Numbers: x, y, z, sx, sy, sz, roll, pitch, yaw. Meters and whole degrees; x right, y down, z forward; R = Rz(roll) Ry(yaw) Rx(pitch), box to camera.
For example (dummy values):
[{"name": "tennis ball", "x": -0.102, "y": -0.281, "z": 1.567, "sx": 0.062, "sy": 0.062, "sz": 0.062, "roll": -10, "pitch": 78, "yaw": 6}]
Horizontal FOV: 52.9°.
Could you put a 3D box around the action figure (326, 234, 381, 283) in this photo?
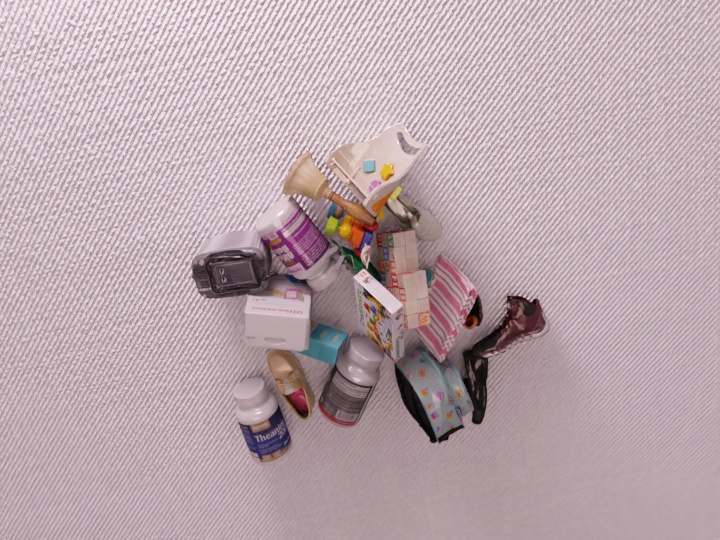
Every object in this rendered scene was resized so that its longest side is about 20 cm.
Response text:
[{"name": "action figure", "x": 0.000, "y": 0.000, "z": 1.619, "sx": 0.055, "sy": 0.119, "sz": 0.199, "roll": -42, "pitch": 143, "yaw": 12}]

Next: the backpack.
[{"name": "backpack", "x": 0.169, "y": 0.282, "z": 1.732, "sx": 0.152, "sy": 0.176, "sz": 0.202, "roll": -35, "pitch": 114, "yaw": -3}]

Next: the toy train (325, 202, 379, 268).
[{"name": "toy train", "x": -0.025, "y": -0.080, "z": 1.541, "sx": 0.113, "sy": 0.201, "sz": 0.086, "roll": 18, "pitch": 122, "yaw": -3}]

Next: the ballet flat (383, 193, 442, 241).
[{"name": "ballet flat", "x": 0.104, "y": -0.121, "z": 1.596, "sx": 0.199, "sy": 0.070, "sz": 0.069, "roll": 40, "pitch": 109, "yaw": -18}]

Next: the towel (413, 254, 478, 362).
[{"name": "towel", "x": 0.183, "y": 0.086, "z": 1.656, "sx": 0.029, "sy": 0.147, "sz": 0.203, "roll": 5, "pitch": 120, "yaw": -35}]

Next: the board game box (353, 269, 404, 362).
[{"name": "board game box", "x": 0.043, "y": 0.101, "z": 1.575, "sx": 0.034, "sy": 0.126, "sz": 0.202, "roll": -35, "pitch": 148, "yaw": -20}]

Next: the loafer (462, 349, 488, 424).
[{"name": "loafer", "x": 0.280, "y": 0.288, "z": 1.797, "sx": 0.069, "sy": 0.068, "sz": 0.205, "roll": 0, "pitch": 111, "yaw": 8}]

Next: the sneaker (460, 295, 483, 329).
[{"name": "sneaker", "x": 0.216, "y": 0.120, "z": 1.679, "sx": 0.076, "sy": 0.112, "sz": 0.203, "roll": 4, "pitch": 119, "yaw": -27}]

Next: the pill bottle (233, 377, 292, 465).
[{"name": "pill bottle", "x": -0.246, "y": 0.373, "z": 1.799, "sx": 0.109, "sy": 0.112, "sz": 0.203, "roll": -13, "pitch": 115, "yaw": 5}]

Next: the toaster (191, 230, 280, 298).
[{"name": "toaster", "x": -0.271, "y": -0.019, "z": 1.601, "sx": 0.195, "sy": 0.130, "sz": 0.116, "roll": -9, "pitch": 117, "yaw": 4}]

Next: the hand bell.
[{"name": "hand bell", "x": -0.054, "y": -0.152, "z": 1.520, "sx": 0.198, "sy": 0.104, "sz": 0.105, "roll": 33, "pitch": 113, "yaw": 8}]

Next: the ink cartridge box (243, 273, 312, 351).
[{"name": "ink cartridge box", "x": -0.179, "y": 0.088, "z": 1.615, "sx": 0.141, "sy": 0.201, "sz": 0.086, "roll": 4, "pitch": 117, "yaw": -4}]

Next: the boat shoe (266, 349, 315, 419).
[{"name": "boat shoe", "x": -0.169, "y": 0.281, "z": 1.780, "sx": 0.073, "sy": 0.070, "sz": 0.202, "roll": -25, "pitch": 114, "yaw": 11}]

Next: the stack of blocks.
[{"name": "stack of blocks", "x": 0.092, "y": 0.017, "z": 1.583, "sx": 0.057, "sy": 0.115, "sz": 0.205, "roll": -9, "pitch": 96, "yaw": -25}]

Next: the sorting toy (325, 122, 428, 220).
[{"name": "sorting toy", "x": 0.051, "y": -0.219, "z": 1.502, "sx": 0.180, "sy": 0.201, "sz": 0.107, "roll": -45, "pitch": 133, "yaw": 5}]

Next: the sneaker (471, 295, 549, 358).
[{"name": "sneaker", "x": 0.344, "y": 0.121, "z": 1.720, "sx": 0.197, "sy": 0.076, "sz": 0.117, "roll": -23, "pitch": 110, "yaw": -2}]

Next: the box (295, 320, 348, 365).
[{"name": "box", "x": -0.134, "y": 0.150, "z": 1.680, "sx": 0.196, "sy": 0.082, "sz": 0.050, "roll": 19, "pitch": 115, "yaw": 10}]

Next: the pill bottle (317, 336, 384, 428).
[{"name": "pill bottle", "x": -0.020, "y": 0.269, "z": 1.752, "sx": 0.114, "sy": 0.116, "sz": 0.203, "roll": 20, "pitch": 113, "yaw": -10}]

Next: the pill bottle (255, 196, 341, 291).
[{"name": "pill bottle", "x": -0.132, "y": -0.054, "z": 1.597, "sx": 0.111, "sy": 0.113, "sz": 0.201, "roll": -34, "pitch": 111, "yaw": 14}]

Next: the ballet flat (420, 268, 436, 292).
[{"name": "ballet flat", "x": 0.101, "y": 0.064, "z": 1.693, "sx": 0.198, "sy": 0.077, "sz": 0.064, "roll": -34, "pitch": 143, "yaw": 19}]
